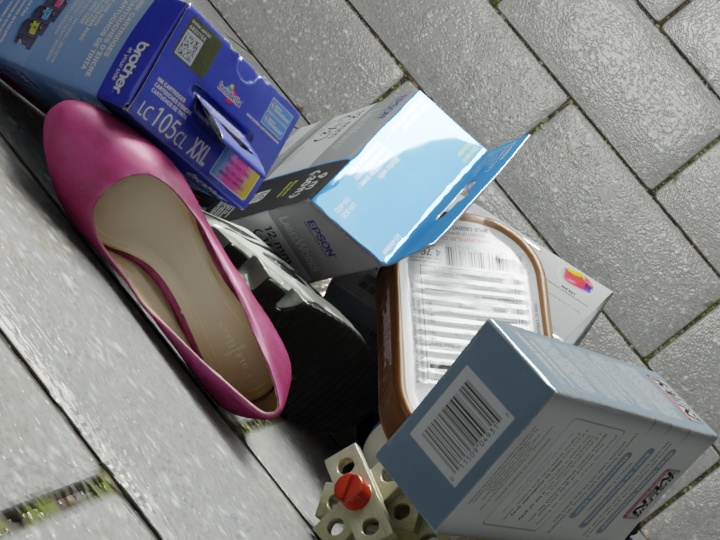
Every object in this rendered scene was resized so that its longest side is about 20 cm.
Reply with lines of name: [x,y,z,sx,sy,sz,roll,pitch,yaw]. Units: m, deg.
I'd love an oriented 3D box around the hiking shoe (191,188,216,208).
hiking shoe: [-0.096,-0.096,1.082,0.076,0.101,0.200,51,25,14]

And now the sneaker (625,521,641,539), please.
sneaker: [0.126,0.189,1.000,0.075,0.200,0.087,-12,38,-36]

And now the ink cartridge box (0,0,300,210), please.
ink cartridge box: [-0.131,-0.114,0.898,0.200,0.076,0.136,23,-11,34]

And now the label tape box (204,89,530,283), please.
label tape box: [-0.006,-0.056,0.999,0.066,0.200,0.143,57,47,-17]

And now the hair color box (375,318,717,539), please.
hair color box: [0.109,0.097,0.829,0.200,0.099,0.061,19,25,-51]

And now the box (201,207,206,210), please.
box: [-0.092,-0.032,1.233,0.041,0.039,0.200,53,6,17]

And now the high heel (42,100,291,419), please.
high heel: [-0.105,-0.004,0.813,0.200,0.067,0.096,62,-9,-19]

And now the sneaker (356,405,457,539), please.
sneaker: [0.030,0.113,1.032,0.111,0.077,0.200,61,6,30]

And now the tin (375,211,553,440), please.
tin: [0.067,0.046,0.951,0.042,0.112,0.200,104,-13,-52]

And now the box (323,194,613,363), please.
box: [0.078,0.024,1.059,0.156,0.041,0.200,33,33,10]

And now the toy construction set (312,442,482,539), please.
toy construction set: [0.061,0.170,0.843,0.200,0.092,0.131,35,39,-42]

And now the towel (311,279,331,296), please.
towel: [0.000,0.000,1.122,0.133,0.034,0.200,19,33,3]

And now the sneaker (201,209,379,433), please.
sneaker: [-0.060,0.022,0.952,0.200,0.074,0.089,48,8,-30]
